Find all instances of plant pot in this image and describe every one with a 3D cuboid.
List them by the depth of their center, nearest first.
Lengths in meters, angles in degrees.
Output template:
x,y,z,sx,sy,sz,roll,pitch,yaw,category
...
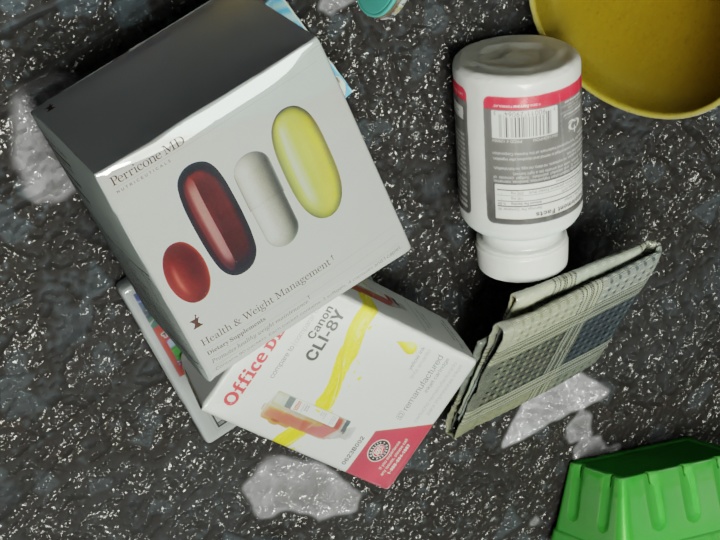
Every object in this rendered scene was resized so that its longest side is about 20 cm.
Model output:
x,y,z,sx,sy,sz,roll,pitch,yaw,category
0.264,-0.251,1.408,0.142,0.200,0.200,-51,133,-34,plant pot

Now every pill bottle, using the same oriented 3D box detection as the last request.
x,y,z,sx,sy,sz,roll,pitch,yaw,category
0.138,-0.095,1.440,0.111,0.111,0.200,-17,121,-23,pill bottle

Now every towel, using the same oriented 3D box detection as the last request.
x,y,z,sx,sy,sz,roll,pitch,yaw,category
0.172,0.062,1.529,0.200,0.035,0.193,-25,154,-29,towel

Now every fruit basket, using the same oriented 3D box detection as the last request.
x,y,z,sx,sy,sz,roll,pitch,yaw,category
0.304,0.286,1.714,0.215,0.155,0.216,-3,97,-28,fruit basket

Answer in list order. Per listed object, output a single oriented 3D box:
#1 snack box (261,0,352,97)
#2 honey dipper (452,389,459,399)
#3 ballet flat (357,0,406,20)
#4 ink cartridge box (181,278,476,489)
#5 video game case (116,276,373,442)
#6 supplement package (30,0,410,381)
x,y,z,sx,sy,sz,roll,pitch,yaw,category
-0.114,-0.120,1.325,0.200,0.037,0.116,-44,127,-5,snack box
0.133,0.081,1.570,0.200,0.038,0.038,-39,127,-7,honey dipper
0.037,-0.299,1.312,0.072,0.072,0.200,-11,119,-26,ballet flat
-0.028,0.078,1.393,0.200,0.083,0.145,27,105,-29,ink cartridge box
-0.087,0.029,1.424,0.200,0.023,0.182,-33,126,-12,video game case
-0.102,-0.068,1.242,0.191,0.147,0.200,-34,125,-12,supplement package
